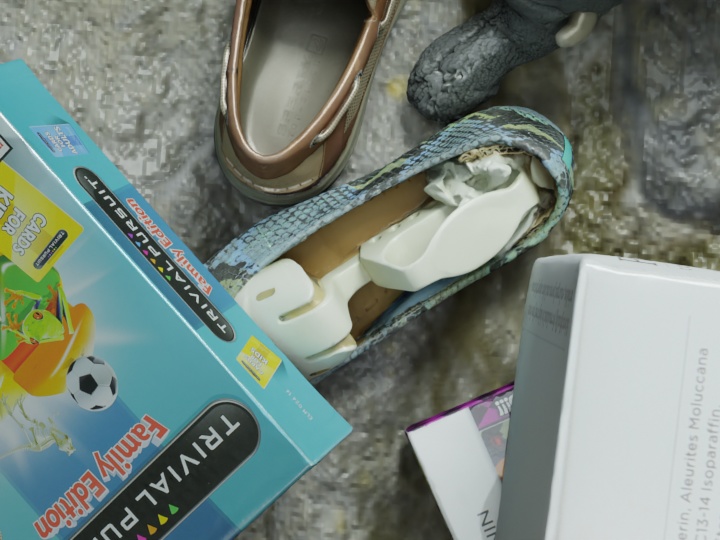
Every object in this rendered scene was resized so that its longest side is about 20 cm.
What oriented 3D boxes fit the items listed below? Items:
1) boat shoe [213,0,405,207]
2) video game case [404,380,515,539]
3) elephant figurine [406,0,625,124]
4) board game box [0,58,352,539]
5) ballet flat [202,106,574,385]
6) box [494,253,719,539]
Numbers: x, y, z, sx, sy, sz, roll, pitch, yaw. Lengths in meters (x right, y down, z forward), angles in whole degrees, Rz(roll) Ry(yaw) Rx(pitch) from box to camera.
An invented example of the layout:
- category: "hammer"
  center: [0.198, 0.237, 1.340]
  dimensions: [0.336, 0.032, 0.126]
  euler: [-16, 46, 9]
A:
- category: "boat shoe"
  center: [-0.012, -0.125, 0.804]
  dimensions: [0.076, 0.072, 0.201]
  euler: [11, 86, 3]
- category: "video game case"
  center: [0.143, 0.108, 0.810]
  dimensions: [0.200, 0.036, 0.182]
  euler: [-23, 89, 2]
- category: "elephant figurine"
  center: [0.105, -0.153, 0.766]
  dimensions: [0.199, 0.142, 0.156]
  euler: [-13, 93, -2]
- category: "board game box"
  center: [-0.125, 0.041, 0.792]
  dimensions: [0.200, 0.047, 0.151]
  euler: [48, 114, 4]
- category: "ballet flat"
  center: [0.000, 0.000, 0.799]
  dimensions: [0.200, 0.074, 0.074]
  euler: [-36, 87, 2]
- category: "box"
  center: [0.117, 0.100, 0.692]
  dimensions: [0.130, 0.199, 0.201]
  euler: [7, 91, 0]
